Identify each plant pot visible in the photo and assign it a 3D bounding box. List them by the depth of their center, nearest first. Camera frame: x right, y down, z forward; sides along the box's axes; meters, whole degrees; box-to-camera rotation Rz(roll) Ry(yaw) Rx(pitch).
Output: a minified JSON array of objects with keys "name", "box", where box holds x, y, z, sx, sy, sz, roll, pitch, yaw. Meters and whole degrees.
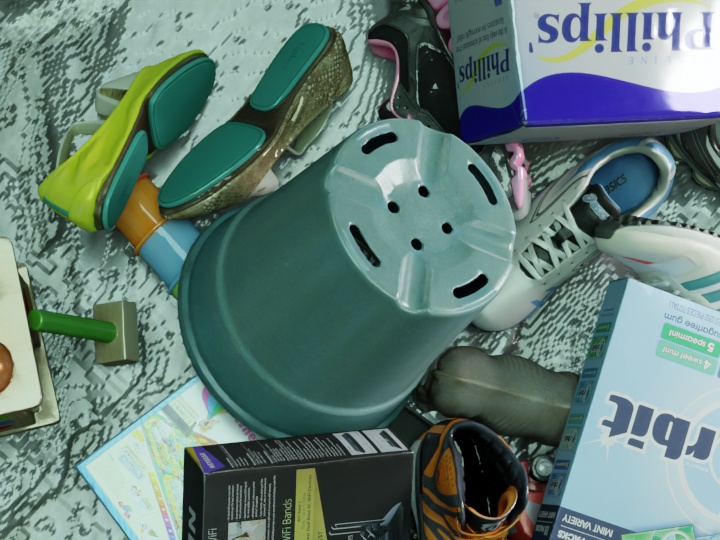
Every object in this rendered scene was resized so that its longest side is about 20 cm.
[{"name":"plant pot","box":[0.000,0.000,1.656,0.200,0.196,0.201,14,59,-24]}]

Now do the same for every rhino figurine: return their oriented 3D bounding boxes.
[{"name":"rhino figurine","box":[0.140,0.101,1.737,0.199,0.087,0.060,14,81,0]}]

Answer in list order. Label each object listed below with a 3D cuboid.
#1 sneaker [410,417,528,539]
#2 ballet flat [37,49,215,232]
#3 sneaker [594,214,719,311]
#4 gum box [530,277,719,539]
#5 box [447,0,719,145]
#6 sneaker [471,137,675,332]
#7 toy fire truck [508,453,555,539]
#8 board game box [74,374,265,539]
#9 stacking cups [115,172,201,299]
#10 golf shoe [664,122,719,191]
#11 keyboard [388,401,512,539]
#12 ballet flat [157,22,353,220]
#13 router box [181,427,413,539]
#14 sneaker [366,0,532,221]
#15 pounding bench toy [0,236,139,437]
[{"name":"sneaker","box":[0.081,0.203,1.676,0.077,0.112,0.201,-11,82,-17]},{"name":"ballet flat","box":[-0.176,-0.106,1.734,0.067,0.067,0.200,16,46,15]},{"name":"sneaker","box":[0.257,0.021,1.742,0.199,0.070,0.094,16,88,-26]},{"name":"gum box","box":[0.232,0.128,1.689,0.169,0.045,0.201,19,81,-13]},{"name":"box","box":[0.164,-0.198,1.701,0.183,0.105,0.201,-4,87,-25]},{"name":"sneaker","box":[0.154,-0.031,1.767,0.200,0.072,0.072,-41,87,-7]},{"name":"toy fire truck","box":[0.202,0.209,1.734,0.199,0.049,0.142,1,79,-8]},{"name":"board game box","box":[-0.099,0.186,1.739,0.134,0.034,0.200,-36,84,-7]},{"name":"stacking cups","box":[-0.138,-0.014,1.754,0.060,0.061,0.200,-43,86,-8]},{"name":"golf shoe","box":[0.321,-0.062,1.769,0.200,0.094,0.078,33,80,1]},{"name":"keyboard","box":[0.037,0.168,1.752,0.200,0.040,0.104,38,71,-4]},{"name":"ballet flat","box":[-0.071,-0.097,1.762,0.200,0.070,0.065,-48,130,-15]},{"name":"router box","box":[-0.047,0.218,1.665,0.157,0.052,0.201,-4,109,-21]},{"name":"sneaker","box":[0.065,-0.118,1.777,0.095,0.079,0.201,-23,71,1]},{"name":"pounding bench toy","box":[-0.260,0.048,1.691,0.199,0.156,0.125,-12,82,-5]}]
